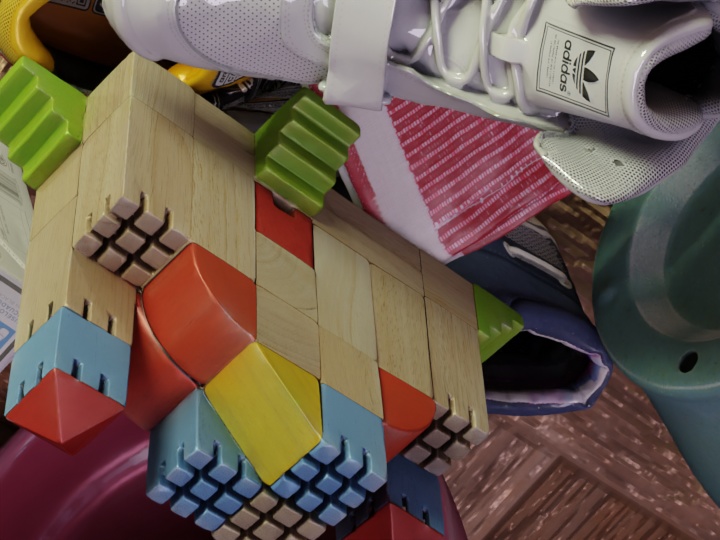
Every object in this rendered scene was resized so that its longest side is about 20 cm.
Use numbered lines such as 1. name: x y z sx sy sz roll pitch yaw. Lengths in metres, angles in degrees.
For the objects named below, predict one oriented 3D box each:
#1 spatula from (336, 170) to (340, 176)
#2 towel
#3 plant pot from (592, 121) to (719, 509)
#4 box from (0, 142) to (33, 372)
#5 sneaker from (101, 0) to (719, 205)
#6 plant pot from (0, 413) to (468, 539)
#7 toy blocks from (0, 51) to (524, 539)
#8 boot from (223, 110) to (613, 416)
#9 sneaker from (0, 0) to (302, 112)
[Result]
1. spatula: -0.016 -0.038 0.692 0.198 0.021 0.057 -11 160 -17
2. towel: 0.074 -0.095 0.655 0.199 0.023 0.145 -29 126 -5
3. plant pot: 0.195 0.026 0.741 0.187 0.200 0.200 33 106 -34
4. box: -0.197 0.038 0.672 0.200 0.117 0.060 -46 124 13
5. sneaker: 0.029 -0.075 0.569 0.198 0.115 0.076 -3 119 -18
6. plant pot: -0.044 0.157 0.765 0.199 0.201 0.180 -24 140 -3
7. toy blocks: -0.030 0.026 0.609 0.199 0.137 0.100 34 121 -27
8. boot: 0.000 0.000 0.730 0.198 0.091 0.073 9 118 -24
9. sneaker: -0.041 -0.080 0.672 0.198 0.082 0.078 2 119 -21
